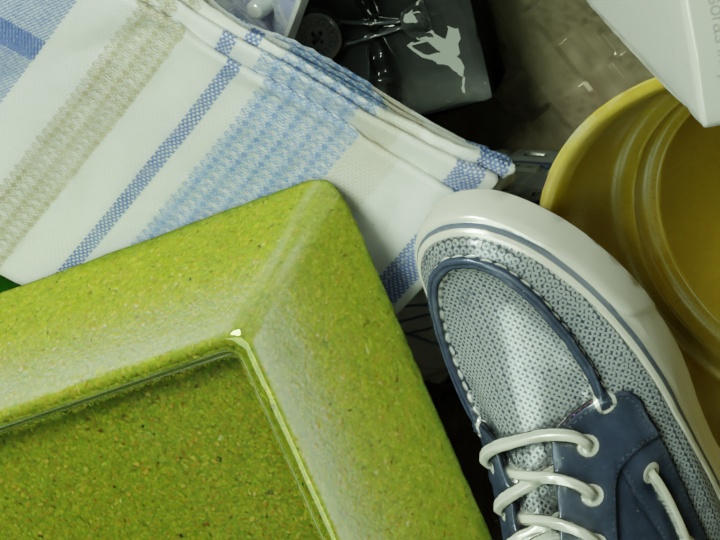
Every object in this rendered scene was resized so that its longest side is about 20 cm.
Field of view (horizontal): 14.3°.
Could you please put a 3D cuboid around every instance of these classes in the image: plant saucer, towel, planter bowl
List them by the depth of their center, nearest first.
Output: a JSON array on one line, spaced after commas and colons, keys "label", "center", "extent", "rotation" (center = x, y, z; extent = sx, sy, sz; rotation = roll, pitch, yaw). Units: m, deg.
[{"label": "planter bowl", "center": [0.165, -0.011, 0.929], "extent": [0.200, 0.083, 0.200], "rotation": [18, 138, 17]}, {"label": "towel", "center": [-0.067, -0.035, 0.955], "extent": [0.200, 0.024, 0.147], "rotation": [28, 130, -16]}, {"label": "plant saucer", "center": [-0.062, 0.094, 0.969], "extent": [0.200, 0.048, 0.200], "rotation": [-19, 101, 25]}]

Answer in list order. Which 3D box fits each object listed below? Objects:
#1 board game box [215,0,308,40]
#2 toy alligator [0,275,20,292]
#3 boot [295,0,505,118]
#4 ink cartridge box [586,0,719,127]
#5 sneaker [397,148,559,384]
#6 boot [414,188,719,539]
[{"label": "board game box", "center": [-0.095, -0.151, 0.948], "extent": [0.200, 0.026, 0.200], "rotation": [43, 148, 12]}, {"label": "toy alligator", "center": [-0.158, -0.062, 1.078], "extent": [0.059, 0.054, 0.200], "rotation": [-7, 110, 26]}, {"label": "boot", "center": [-0.047, -0.140, 0.995], "extent": [0.165, 0.066, 0.200], "rotation": [-5, 115, 28]}, {"label": "ink cartridge box", "center": [0.162, -0.147, 0.803], "extent": [0.200, 0.145, 0.147], "rotation": [-14, 110, -4]}, {"label": "sneaker", "center": [0.000, 0.000, 1.029], "extent": [0.200, 0.075, 0.087], "rotation": [10, 121, 20]}, {"label": "boot", "center": [0.071, 0.072, 0.937], "extent": [0.073, 0.090, 0.200], "rotation": [-15, 121, 41]}]
